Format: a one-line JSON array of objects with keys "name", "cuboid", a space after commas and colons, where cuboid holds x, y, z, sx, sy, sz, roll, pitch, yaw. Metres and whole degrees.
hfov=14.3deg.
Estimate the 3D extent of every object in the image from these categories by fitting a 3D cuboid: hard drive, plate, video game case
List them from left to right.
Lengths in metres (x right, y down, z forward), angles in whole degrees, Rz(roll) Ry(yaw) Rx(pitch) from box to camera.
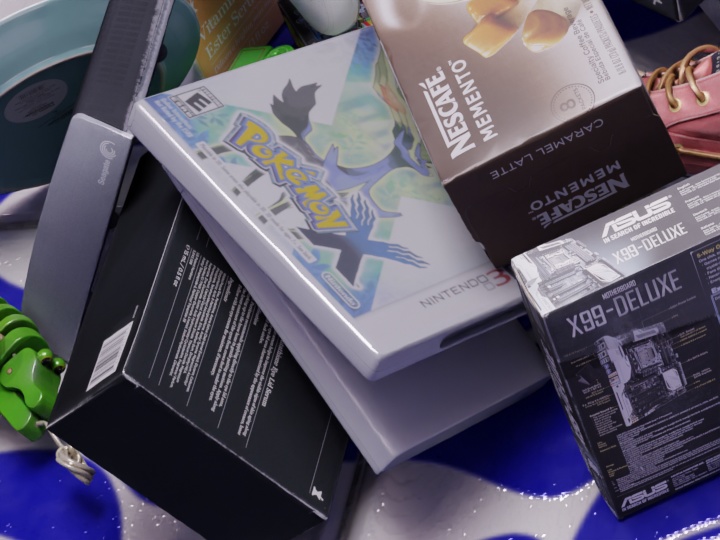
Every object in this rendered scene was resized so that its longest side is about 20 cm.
[{"name": "plate", "cuboid": [-0.181, -0.097, 1.703, 0.199, 0.200, 0.026, -27, 68, -4]}, {"name": "hard drive", "cuboid": [-0.151, -0.057, 1.637, 0.042, 0.200, 0.135, 16, 49, -5]}, {"name": "hard drive", "cuboid": [0.000, 0.000, 1.515, 0.132, 0.027, 0.200, -24, 73, -42]}, {"name": "video game case", "cuboid": [0.008, -0.041, 1.488, 0.182, 0.022, 0.200, -22, 57, -41]}]

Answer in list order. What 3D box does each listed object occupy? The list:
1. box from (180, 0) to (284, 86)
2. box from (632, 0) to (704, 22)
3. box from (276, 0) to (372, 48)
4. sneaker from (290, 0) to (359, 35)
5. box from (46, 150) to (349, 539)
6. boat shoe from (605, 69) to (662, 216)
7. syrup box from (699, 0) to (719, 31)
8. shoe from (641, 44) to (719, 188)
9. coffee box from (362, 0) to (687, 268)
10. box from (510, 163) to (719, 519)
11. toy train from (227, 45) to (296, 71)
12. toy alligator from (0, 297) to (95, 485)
[{"name": "box", "cuboid": [-0.124, -0.227, 1.788, 0.106, 0.201, 0.153, 13, 54, 33]}, {"name": "box", "cuboid": [0.168, -0.271, 1.634, 0.198, 0.124, 0.200, -41, 48, -22]}, {"name": "box", "cuboid": [0.034, -0.124, 1.737, 0.110, 0.035, 0.200, -28, 42, -4]}, {"name": "sneaker", "cuboid": [-0.075, -0.209, 1.704, 0.080, 0.201, 0.070, -47, 29, -17]}, {"name": "box", "cuboid": [-0.070, 0.032, 1.537, 0.079, 0.141, 0.201, -35, 29, 42]}, {"name": "boat shoe", "cuboid": [0.135, -0.027, 1.562, 0.072, 0.065, 0.201, 6, 46, 12]}, {"name": "syrup box", "cuboid": [0.252, -0.150, 1.629, 0.078, 0.082, 0.200, -24, 43, -3]}, {"name": "shoe", "cuboid": [0.174, -0.090, 1.518, 0.199, 0.091, 0.072, 16, 42, 2]}, {"name": "coffee box", "cuboid": [0.075, -0.115, 1.486, 0.114, 0.080, 0.201, -26, 49, 7]}, {"name": "box", "cuboid": [0.189, 0.021, 1.429, 0.199, 0.158, 0.050, -25, 42, 0]}, {"name": "toy train", "cuboid": [-0.089, -0.061, 1.727, 0.056, 0.042, 0.201, -1, 46, 37]}, {"name": "toy alligator", "cuboid": [-0.194, 0.056, 1.629, 0.200, 0.059, 0.054, 32, 84, 44]}]
